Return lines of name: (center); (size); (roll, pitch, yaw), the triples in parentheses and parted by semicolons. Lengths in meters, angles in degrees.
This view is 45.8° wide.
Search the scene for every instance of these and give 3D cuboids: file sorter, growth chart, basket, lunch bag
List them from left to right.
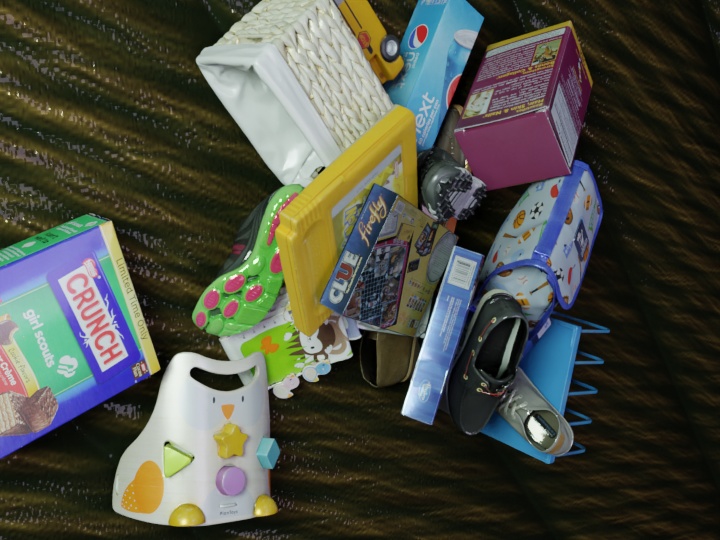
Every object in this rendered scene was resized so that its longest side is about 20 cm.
growth chart: (-0.071, 0.073, 1.015); (0.198, 0.018, 0.146); (-32, 118, 5)
basket: (-0.060, -0.191, 0.932); (0.124, 0.134, 0.201); (-51, 128, -19)
lunch bag: (0.237, -0.027, 1.117); (0.201, 0.122, 0.172); (101, 14, -64)
file sorter: (0.287, 0.168, 1.306); (0.121, 0.137, 0.205); (5, 98, -42)

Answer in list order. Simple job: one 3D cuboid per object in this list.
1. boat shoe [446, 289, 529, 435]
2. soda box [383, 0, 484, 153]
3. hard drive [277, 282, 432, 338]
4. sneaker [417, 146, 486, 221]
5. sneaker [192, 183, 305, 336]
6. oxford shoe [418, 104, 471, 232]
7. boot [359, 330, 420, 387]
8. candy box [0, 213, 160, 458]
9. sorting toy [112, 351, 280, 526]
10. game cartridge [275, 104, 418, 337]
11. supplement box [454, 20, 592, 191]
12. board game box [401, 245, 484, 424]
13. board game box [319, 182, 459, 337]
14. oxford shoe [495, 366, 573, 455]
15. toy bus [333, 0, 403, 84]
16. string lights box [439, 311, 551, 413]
boat shoe: (0.159, 0.128, 1.084); (0.072, 0.063, 0.206); (7, 115, -16)
soda box: (0.081, -0.246, 1.079); (0.067, 0.064, 0.204); (26, 85, -40)
hard drive: (0.000, 0.000, 1.048); (0.195, 0.038, 0.143); (10, 96, -18)
sneaker: (0.091, -0.107, 1.011); (0.067, 0.090, 0.199); (-54, 166, 11)
sneaker: (-0.117, -0.010, 0.968); (0.076, 0.084, 0.201); (36, 96, -19)
oxford shoe: (0.096, -0.121, 1.122); (0.071, 0.071, 0.205); (8, 93, -30)
boot: (0.041, 0.057, 1.112); (0.075, 0.073, 0.205); (-13, 112, -45)
candy box: (-0.314, 0.062, 0.826); (0.198, 0.076, 0.173); (-29, 118, -32)
sorting toy: (-0.165, 0.183, 0.969); (0.197, 0.106, 0.185); (3, 92, -40)
game cartridge: (-0.007, -0.050, 0.907); (0.200, 0.032, 0.178); (-47, 151, -28)
supplement box: (0.218, -0.215, 1.111); (0.104, 0.128, 0.202); (57, 41, -33)
board game box: (0.101, 0.088, 1.063); (0.199, 0.042, 0.205); (66, 42, -81)
board game box: (0.038, -0.004, 0.955); (0.138, 0.034, 0.199); (-65, 153, 1)
oxford shoe: (0.221, 0.187, 1.222); (0.076, 0.200, 0.057); (-54, 155, 13)
toy bus: (-0.031, -0.292, 0.975); (0.079, 0.064, 0.201); (-51, 127, -17)
string lights box: (0.172, 0.112, 1.217); (0.200, 0.102, 0.060); (-46, 128, -21)
